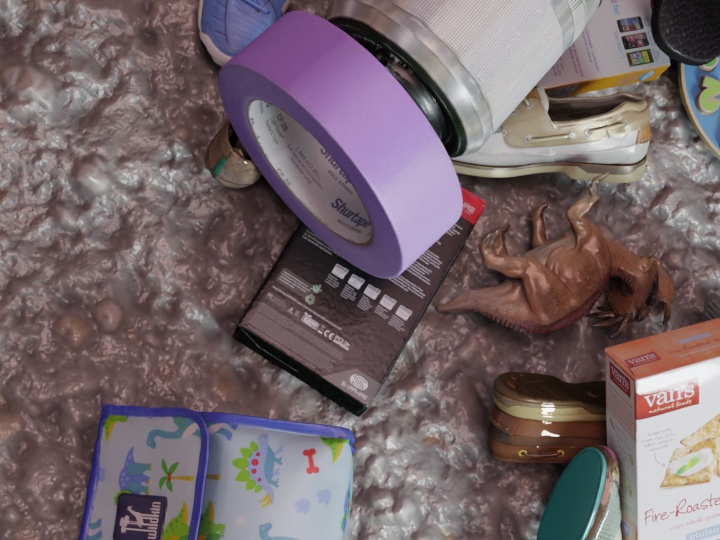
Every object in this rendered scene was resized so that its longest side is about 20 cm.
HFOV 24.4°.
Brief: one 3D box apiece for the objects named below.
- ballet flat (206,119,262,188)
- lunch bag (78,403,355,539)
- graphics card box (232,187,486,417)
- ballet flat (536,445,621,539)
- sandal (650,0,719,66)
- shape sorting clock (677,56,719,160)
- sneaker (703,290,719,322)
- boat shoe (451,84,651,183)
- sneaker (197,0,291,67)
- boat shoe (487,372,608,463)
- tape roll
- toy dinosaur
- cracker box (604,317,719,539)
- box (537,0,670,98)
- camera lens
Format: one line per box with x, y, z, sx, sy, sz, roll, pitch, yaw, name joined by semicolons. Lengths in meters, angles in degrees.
-0.045;-0.144;1.355;0.068;0.067;0.200;40;71;2;ballet flat
-0.109;0.193;1.233;0.198;0.128;0.172;7;76;3;lunch bag
0.000;0.000;1.337;0.125;0.051;0.201;31;71;-2;graphics card box
0.164;0.236;1.298;0.071;0.069;0.202;25;88;-27;ballet flat
0.281;-0.229;1.431;0.075;0.045;0.201;48;39;-15;sandal
0.374;-0.163;1.465;0.198;0.039;0.202;3;76;-12;shape sorting clock
0.345;0.106;1.371;0.079;0.078;0.202;-17;91;-11;sneaker
0.140;-0.119;1.368;0.197;0.075;0.069;1;119;-5;boat shoe
-0.079;-0.260;1.373;0.075;0.077;0.202;22;74;-7;sneaker
0.192;0.131;1.343;0.198;0.072;0.068;9;107;-18;boat shoe
-0.016;-0.091;1.228;0.066;0.200;0.200;-41;87;-17;tape roll
0.168;0.013;1.357;0.199;0.086;0.137;-27;90;-11;toy dinosaur
0.262;0.142;1.296;0.133;0.058;0.202;-14;117;-14;cracker box
0.178;-0.213;1.437;0.198;0.041;0.120;-11;78;-17;box
0.081;-0.201;1.294;0.160;0.160;0.200;41;75;1;camera lens
